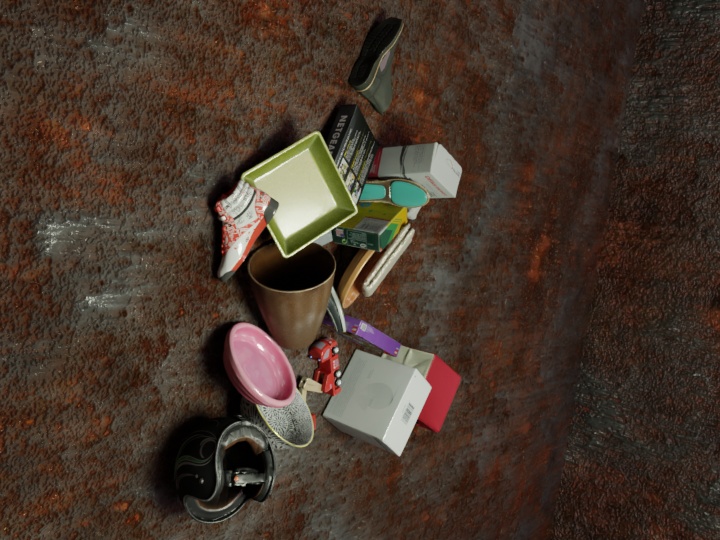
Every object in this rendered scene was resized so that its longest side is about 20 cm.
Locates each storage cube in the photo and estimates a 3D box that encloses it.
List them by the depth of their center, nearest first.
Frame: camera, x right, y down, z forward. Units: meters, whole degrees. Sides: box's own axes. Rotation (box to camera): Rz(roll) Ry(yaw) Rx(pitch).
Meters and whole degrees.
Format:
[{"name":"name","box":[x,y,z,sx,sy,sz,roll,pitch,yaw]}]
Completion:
[{"name":"storage cube","box":[0.149,0.324,1.918,0.180,0.170,0.201,42,68,-47]}]

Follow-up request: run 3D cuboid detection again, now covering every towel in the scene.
[{"name":"towel","box":[0.066,-0.024,1.696,0.201,0.034,0.133,-53,173,-6]}]

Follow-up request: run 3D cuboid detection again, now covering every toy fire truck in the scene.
[{"name":"toy fire truck","box":[-0.109,0.278,1.672,0.141,0.048,0.202,-26,120,-45]}]

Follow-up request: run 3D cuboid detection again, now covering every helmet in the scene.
[{"name":"helmet","box":[-0.281,0.400,1.373,0.199,0.190,0.202,23,54,-36]}]

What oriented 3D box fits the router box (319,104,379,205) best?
[{"name":"router box","box":[-0.029,-0.262,1.586,0.149,0.051,0.202,55,47,-50]}]

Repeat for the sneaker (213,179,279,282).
[{"name":"sneaker","box":[-0.261,-0.083,1.371,0.107,0.067,0.202,33,99,-16]}]

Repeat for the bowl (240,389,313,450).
[{"name":"bowl","box":[-0.202,0.321,1.499,0.094,0.202,0.200,-37,144,16]}]

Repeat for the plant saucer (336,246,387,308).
[{"name":"plant saucer","box":[0.000,0.000,1.679,0.201,0.037,0.200,-55,169,-16]}]

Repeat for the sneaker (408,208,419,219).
[{"name":"sneaker","box":[0.158,-0.233,1.869,0.201,0.074,0.087,-61,152,-11]}]

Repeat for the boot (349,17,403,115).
[{"name":"boot","box":[0.060,-0.496,1.661,0.201,0.077,0.138,-57,144,-4]}]

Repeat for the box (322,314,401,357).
[{"name":"box","box":[-0.004,0.156,1.701,0.200,0.136,0.039,36,74,-50]}]

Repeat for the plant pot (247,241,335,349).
[{"name":"plant pot","box":[-0.147,0.067,1.484,0.187,0.186,0.202,-37,141,-40]}]

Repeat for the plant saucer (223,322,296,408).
[{"name":"plant saucer","box":[-0.219,0.206,1.435,0.051,0.202,0.200,-36,145,18]}]

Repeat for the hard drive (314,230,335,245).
[{"name":"hard drive","box":[-0.119,-0.148,1.552,0.139,0.033,0.202,-29,121,-45]}]

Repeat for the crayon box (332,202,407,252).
[{"name":"crayon box","box":[0.033,-0.120,1.655,0.200,0.126,0.051,-47,141,-49]}]

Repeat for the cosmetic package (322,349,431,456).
[{"name":"cosmetic package","box":[0.044,0.338,1.762,0.201,0.199,0.123,-61,142,-20]}]

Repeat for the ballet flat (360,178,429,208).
[{"name":"ballet flat","box":[0.076,-0.196,1.666,0.065,0.198,0.071,-45,142,-66]}]

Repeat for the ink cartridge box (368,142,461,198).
[{"name":"ink cartridge box","box":[0.132,-0.245,1.703,0.145,0.198,0.084,31,67,-50]}]

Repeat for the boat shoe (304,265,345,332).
[{"name":"boat shoe","box":[-0.086,0.054,1.576,0.060,0.076,0.202,-19,92,-5]}]

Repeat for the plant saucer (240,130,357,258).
[{"name":"plant saucer","box":[-0.133,-0.163,1.453,0.199,0.048,0.201,-34,110,-17]}]
